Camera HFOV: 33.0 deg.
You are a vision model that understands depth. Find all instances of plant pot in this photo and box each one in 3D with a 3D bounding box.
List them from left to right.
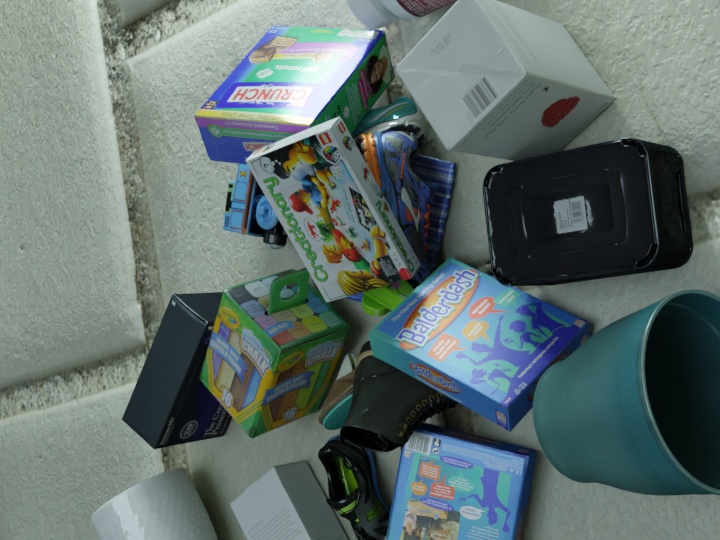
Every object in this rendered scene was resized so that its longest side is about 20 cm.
[{"bbox_3d":[0.286,0.139,1.238,0.188,0.200,0.200,-25,74,51],"label":"plant pot"}]

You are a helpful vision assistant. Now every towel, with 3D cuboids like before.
[{"bbox_3d":[0.039,-0.050,1.523,0.145,0.024,0.200,18,101,36],"label":"towel"}]

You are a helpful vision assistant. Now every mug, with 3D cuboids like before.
[{"bbox_3d":[-0.277,0.396,1.707,0.176,0.147,0.200,60,152,13],"label":"mug"}]

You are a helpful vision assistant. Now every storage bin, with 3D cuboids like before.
[{"bbox_3d":[0.244,-0.059,1.321,0.200,0.094,0.136,-9,84,38],"label":"storage bin"}]

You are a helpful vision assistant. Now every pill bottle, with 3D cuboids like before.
[{"bbox_3d":[0.081,-0.362,1.436,0.200,0.109,0.110,-16,80,36],"label":"pill bottle"}]

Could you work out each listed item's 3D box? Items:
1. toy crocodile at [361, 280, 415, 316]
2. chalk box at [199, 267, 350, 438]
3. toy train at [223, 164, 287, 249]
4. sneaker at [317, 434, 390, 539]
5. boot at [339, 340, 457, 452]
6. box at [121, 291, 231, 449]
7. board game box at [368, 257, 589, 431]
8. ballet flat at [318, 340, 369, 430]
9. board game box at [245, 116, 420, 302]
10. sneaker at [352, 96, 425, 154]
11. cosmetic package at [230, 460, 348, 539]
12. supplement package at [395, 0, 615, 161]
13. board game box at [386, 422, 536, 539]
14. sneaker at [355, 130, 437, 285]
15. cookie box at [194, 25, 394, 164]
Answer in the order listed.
[{"bbox_3d":[0.000,0.000,1.507,0.200,0.062,0.068,29,144,29],"label":"toy crocodile"},{"bbox_3d":[-0.104,0.088,1.541,0.124,0.124,0.200,44,133,29],"label":"chalk box"},{"bbox_3d":[-0.115,-0.131,1.605,0.114,0.087,0.200,12,95,45],"label":"toy train"},{"bbox_3d":[-0.002,0.301,1.515,0.071,0.083,0.200,-32,74,32],"label":"sneaker"},{"bbox_3d":[0.082,0.159,1.389,0.200,0.138,0.078,4,134,16],"label":"boot"},{"bbox_3d":[-0.218,0.132,1.648,0.079,0.141,0.200,36,112,32],"label":"box"},{"bbox_3d":[0.133,0.078,1.375,0.200,0.152,0.045,26,144,35],"label":"board game box"},{"bbox_3d":[0.018,0.122,1.517,0.200,0.068,0.072,-40,53,29],"label":"ballet flat"},{"bbox_3d":[-0.031,-0.066,1.399,0.126,0.035,0.200,-17,111,34],"label":"board game box"},{"bbox_3d":[-0.011,-0.153,1.516,0.200,0.078,0.080,-21,45,15],"label":"sneaker"},{"bbox_3d":[-0.077,0.360,1.582,0.101,0.071,0.200,-43,65,30],"label":"cosmetic package"},{"bbox_3d":[0.160,-0.202,1.317,0.121,0.200,0.120,-44,64,29],"label":"supplement package"},{"bbox_3d":[0.111,0.291,1.418,0.152,0.045,0.200,12,96,20],"label":"board game box"},{"bbox_3d":[0.059,-0.074,1.446,0.078,0.075,0.200,-19,102,-3],"label":"sneaker"},{"bbox_3d":[-0.078,-0.214,1.491,0.171,0.200,0.075,9,137,29],"label":"cookie box"}]
